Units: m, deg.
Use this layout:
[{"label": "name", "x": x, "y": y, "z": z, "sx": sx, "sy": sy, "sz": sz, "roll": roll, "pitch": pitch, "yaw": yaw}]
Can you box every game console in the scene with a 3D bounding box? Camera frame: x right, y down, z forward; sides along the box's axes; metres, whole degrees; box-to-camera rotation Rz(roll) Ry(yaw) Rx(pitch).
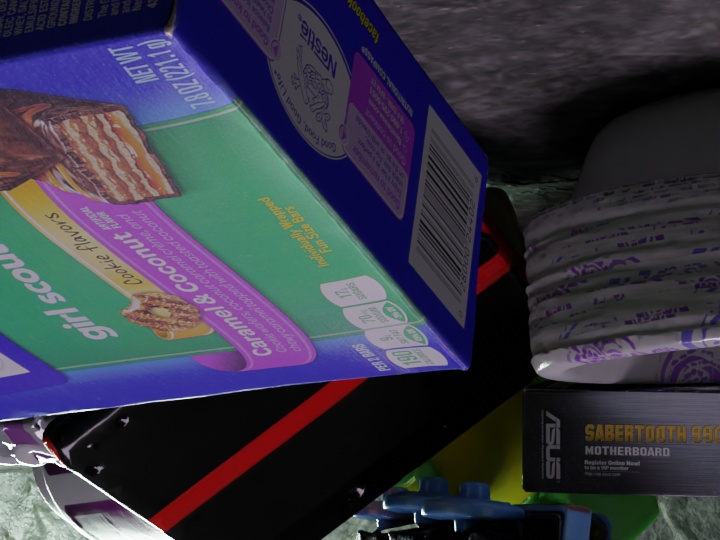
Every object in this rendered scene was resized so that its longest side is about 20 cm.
[{"label": "game console", "x": -0.017, "y": 0.046, "z": 0.860, "sx": 0.199, "sy": 0.031, "sz": 0.177, "roll": -38, "pitch": 141, "yaw": 4}]

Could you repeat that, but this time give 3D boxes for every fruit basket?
[{"label": "fruit basket", "x": 0.059, "y": 0.089, "z": 1.104, "sx": 0.214, "sy": 0.218, "sz": 0.155, "roll": 4, "pitch": 169, "yaw": -38}]

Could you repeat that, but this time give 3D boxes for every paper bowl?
[{"label": "paper bowl", "x": 0.166, "y": -0.013, "z": 0.814, "sx": 0.199, "sy": 0.105, "sz": 0.201, "roll": -3, "pitch": 171, "yaw": -1}]

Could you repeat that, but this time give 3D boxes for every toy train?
[{"label": "toy train", "x": 0.062, "y": 0.142, "z": 0.920, "sx": 0.113, "sy": 0.088, "sz": 0.200, "roll": 7, "pitch": 171, "yaw": -17}]

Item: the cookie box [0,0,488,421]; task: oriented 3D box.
[{"label": "cookie box", "x": -0.089, "y": -0.031, "z": 0.552, "sx": 0.198, "sy": 0.076, "sz": 0.171, "roll": -7, "pitch": 147, "yaw": 26}]

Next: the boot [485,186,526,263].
[{"label": "boot", "x": 0.000, "y": 0.000, "z": 0.943, "sx": 0.143, "sy": 0.071, "sz": 0.201, "roll": -11, "pitch": 158, "yaw": 14}]

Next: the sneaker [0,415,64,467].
[{"label": "sneaker", "x": -0.183, "y": 0.056, "z": 0.907, "sx": 0.139, "sy": 0.079, "sz": 0.199, "roll": 6, "pitch": 166, "yaw": -44}]

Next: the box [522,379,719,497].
[{"label": "box", "x": 0.168, "y": 0.076, "z": 0.958, "sx": 0.157, "sy": 0.049, "sz": 0.200, "roll": -1, "pitch": 179, "yaw": 14}]

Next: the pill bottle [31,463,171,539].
[{"label": "pill bottle", "x": -0.100, "y": 0.088, "z": 1.033, "sx": 0.111, "sy": 0.113, "sz": 0.200, "roll": 2, "pitch": 171, "yaw": -28}]
